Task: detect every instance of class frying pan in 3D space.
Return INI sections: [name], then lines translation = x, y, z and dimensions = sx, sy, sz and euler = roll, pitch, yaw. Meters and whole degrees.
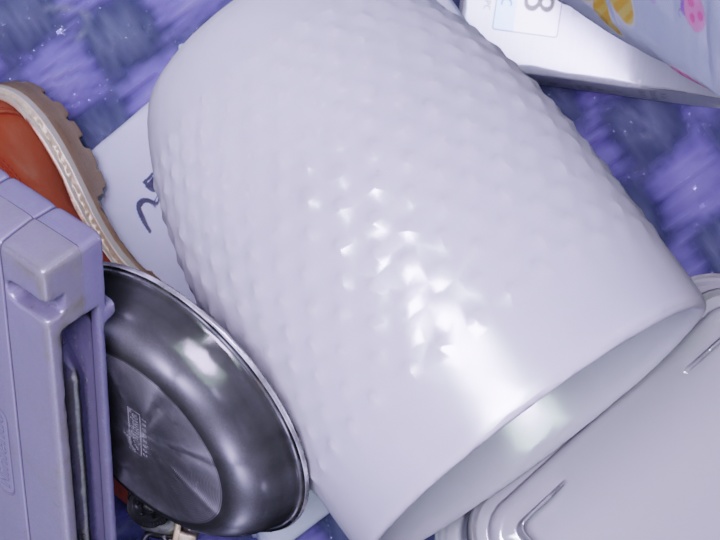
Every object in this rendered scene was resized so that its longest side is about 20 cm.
[frying pan]
translation = -0.092, 0.021, 0.759
dimensions = 0.190, 0.115, 0.031
euler = 45, 58, 2

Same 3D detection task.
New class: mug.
[mug]
translation = 0.000, 0.000, 0.793
dimensions = 0.147, 0.200, 0.176
euler = -26, 74, -37

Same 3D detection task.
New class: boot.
[boot]
translation = -0.126, 0.022, 0.861
dimensions = 0.075, 0.107, 0.201
euler = -40, 80, 30

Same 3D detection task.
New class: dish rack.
[dish rack]
translation = 0.146, 0.114, 0.833
dimensions = 0.171, 0.044, 0.200
euler = -40, 83, -12

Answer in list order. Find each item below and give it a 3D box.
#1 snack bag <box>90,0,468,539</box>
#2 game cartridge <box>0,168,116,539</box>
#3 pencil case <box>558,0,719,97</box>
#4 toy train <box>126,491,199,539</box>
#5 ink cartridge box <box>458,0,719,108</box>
[snack bag]
translation = -0.017, -0.016, 0.874
dimensions = 0.200, 0.021, 0.189
euler = -37, 82, 20
[game cartridge]
translation = -0.136, 0.037, 0.767
dimensions = 0.129, 0.201, 0.038
euler = 36, 52, 30
[pencil case]
translation = 0.118, -0.113, 0.748
dimensions = 0.090, 0.200, 0.084
euler = -20, 117, -15
[toy train]
translation = -0.070, 0.135, 0.829
dimensions = 0.045, 0.034, 0.202
euler = 9, 94, 2
[ink cartridge box]
translation = 0.145, -0.145, 0.863
dimensions = 0.199, 0.047, 0.161
euler = 8, 89, 11
